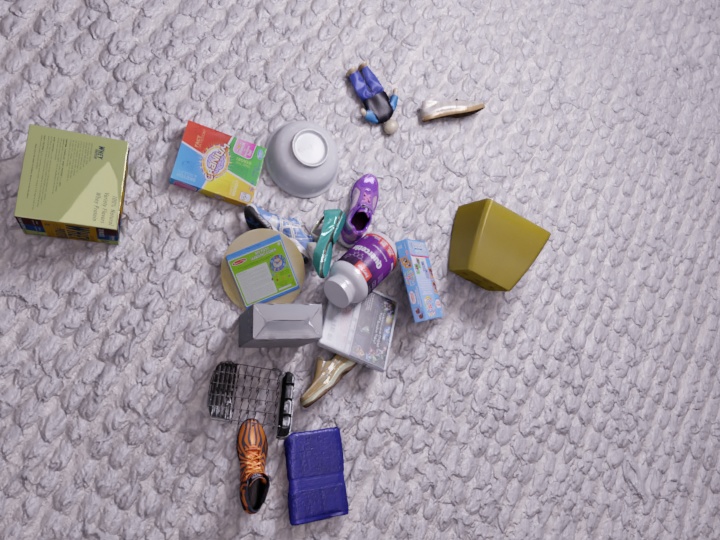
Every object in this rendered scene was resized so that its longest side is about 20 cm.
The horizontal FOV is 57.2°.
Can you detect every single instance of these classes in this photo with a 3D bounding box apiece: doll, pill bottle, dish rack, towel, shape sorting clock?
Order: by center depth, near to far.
[{"bbox_3d":[-0.243,0.285,1.483,0.196,0.055,0.156,11,52,-13],"label":"dish rack"},{"bbox_3d":[-0.106,0.471,1.524,0.145,0.049,0.205,0,79,-27],"label":"towel"},{"bbox_3d":[-0.229,0.003,1.550,0.196,0.039,0.205,-3,105,-12],"label":"shape sorting clock"},{"bbox_3d":[0.000,0.000,1.598,0.113,0.112,0.200,49,53,-5],"label":"pill bottle"},{"bbox_3d":[0.045,-0.458,1.763,0.135,0.048,0.202,-29,90,-22],"label":"doll"}]

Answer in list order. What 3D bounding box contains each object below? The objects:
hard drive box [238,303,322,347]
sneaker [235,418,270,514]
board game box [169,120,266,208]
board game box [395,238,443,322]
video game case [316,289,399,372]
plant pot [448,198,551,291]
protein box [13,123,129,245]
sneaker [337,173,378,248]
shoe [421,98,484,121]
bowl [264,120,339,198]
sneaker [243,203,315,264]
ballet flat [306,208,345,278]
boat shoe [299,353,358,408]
[{"bbox_3d":[-0.184,0.126,1.479,0.153,0.200,0.079,2,78,-20],"label":"hard drive box"},{"bbox_3d":[-0.229,0.429,1.448,0.076,0.112,0.205,-1,79,-20],"label":"sneaker"},{"bbox_3d":[-0.340,-0.252,1.583,0.196,0.040,0.156,17,74,-16],"label":"board game box"},{"bbox_3d":[0.151,0.025,1.662,0.036,0.151,0.204,-17,83,22],"label":"board game box"},{"bbox_3d":[-0.002,0.127,1.612,0.179,0.023,0.203,24,54,-14],"label":"video game case"},{"bbox_3d":[0.340,-0.054,1.724,0.197,0.200,0.179,26,83,-13],"label":"plant pot"},{"bbox_3d":[-0.611,-0.178,1.417,0.196,0.135,0.203,7,76,-18],"label":"protein box"},{"bbox_3d":[0.006,-0.157,1.667,0.079,0.088,0.203,24,71,-12],"label":"sneaker"},{"bbox_3d":[0.256,-0.454,1.828,0.196,0.070,0.055,-13,92,-20],"label":"shoe"},{"bbox_3d":[-0.135,-0.291,1.641,0.197,0.090,0.206,4,77,-20],"label":"bowl"},{"bbox_3d":[-0.195,-0.099,1.595,0.199,0.075,0.078,39,62,-19],"label":"sneaker"},{"bbox_3d":[-0.092,-0.066,1.585,0.069,0.068,0.203,9,55,11],"label":"ballet flat"},{"bbox_3d":[-0.082,0.239,1.569,0.076,0.072,0.199,50,56,-1],"label":"boat shoe"}]
